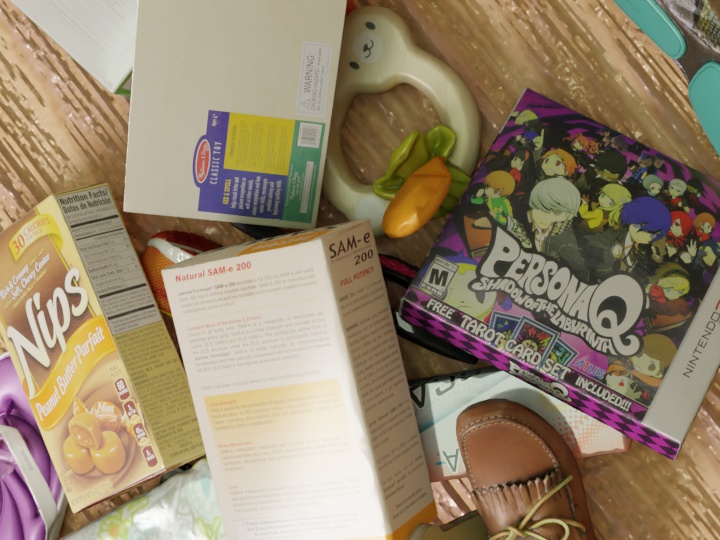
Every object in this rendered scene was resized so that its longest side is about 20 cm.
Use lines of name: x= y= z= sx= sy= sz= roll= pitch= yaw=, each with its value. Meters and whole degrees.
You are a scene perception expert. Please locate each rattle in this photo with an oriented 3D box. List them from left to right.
rattle: x=-0.005 y=-0.120 z=1.118 sx=0.129 sy=0.143 sz=0.202 roll=-16 pitch=94 yaw=31

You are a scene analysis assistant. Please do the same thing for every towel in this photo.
towel: x=-0.134 y=0.242 z=1.166 sx=0.199 sy=0.048 sz=0.172 roll=-29 pitch=87 yaw=13

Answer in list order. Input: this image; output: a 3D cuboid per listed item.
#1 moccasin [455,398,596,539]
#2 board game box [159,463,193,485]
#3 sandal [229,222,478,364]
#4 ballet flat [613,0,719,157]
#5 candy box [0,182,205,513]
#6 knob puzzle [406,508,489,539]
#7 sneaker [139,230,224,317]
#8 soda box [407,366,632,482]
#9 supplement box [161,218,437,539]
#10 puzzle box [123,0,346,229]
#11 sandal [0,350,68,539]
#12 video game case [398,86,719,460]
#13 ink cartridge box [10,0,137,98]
moccasin: x=0.109 y=0.168 z=1.079 sx=0.073 sy=0.078 sz=0.203 roll=-10 pitch=122 yaw=14
board game box: x=-0.063 y=0.230 z=1.189 sx=0.198 sy=0.028 sz=0.137 roll=18 pitch=96 yaw=12
sandal: x=0.000 y=0.000 z=1.151 sx=0.199 sy=0.075 sz=0.045 roll=33 pitch=86 yaw=13
ballet flat: x=0.233 y=-0.145 z=1.099 sx=0.072 sy=0.072 sz=0.201 roll=-35 pitch=85 yaw=11
candy box: x=-0.188 y=0.055 z=1.176 sx=0.115 sy=0.055 sz=0.202 roll=-28 pitch=83 yaw=41
knob puzzle: x=0.040 y=0.257 z=1.078 sx=0.030 sy=0.219 sz=0.222 roll=3 pitch=92 yaw=36
sneaker: x=-0.068 y=0.040 z=1.173 sx=0.199 sy=0.073 sz=0.078 roll=25 pitch=105 yaw=20
soda box: x=0.081 y=0.101 z=1.137 sx=0.198 sy=0.064 sz=0.069 roll=-11 pitch=89 yaw=12
supplement box: x=-0.038 y=0.079 z=1.085 sx=0.125 sy=0.073 sz=0.202 roll=-9 pitch=97 yaw=30
puzzle box: x=-0.082 y=-0.124 z=1.088 sx=0.132 sy=0.025 sz=0.202 roll=6 pitch=119 yaw=-7
sandal: x=-0.250 y=0.161 z=1.219 sx=0.082 sy=0.050 sz=0.205 roll=4 pitch=92 yaw=12
video game case: x=0.152 y=-0.002 z=1.092 sx=0.199 sy=0.036 sz=0.182 roll=28 pitch=67 yaw=11
ink cartridge box: x=-0.137 y=-0.228 z=1.160 sx=0.104 sy=0.059 sz=0.200 roll=41 pitch=100 yaw=9
